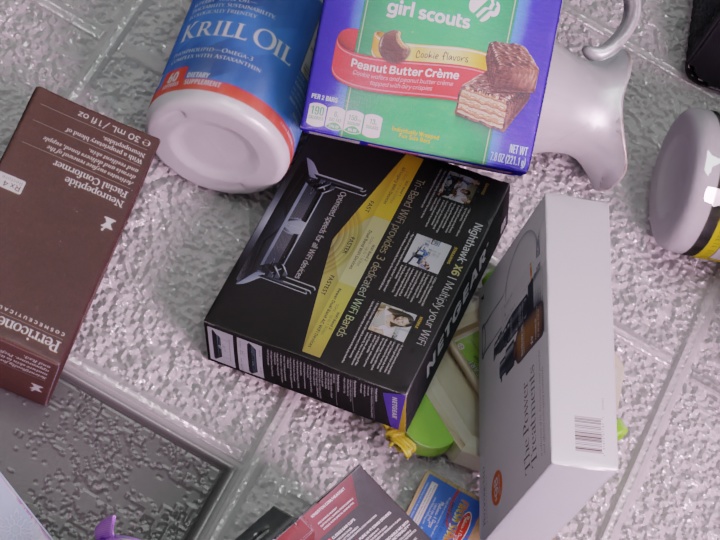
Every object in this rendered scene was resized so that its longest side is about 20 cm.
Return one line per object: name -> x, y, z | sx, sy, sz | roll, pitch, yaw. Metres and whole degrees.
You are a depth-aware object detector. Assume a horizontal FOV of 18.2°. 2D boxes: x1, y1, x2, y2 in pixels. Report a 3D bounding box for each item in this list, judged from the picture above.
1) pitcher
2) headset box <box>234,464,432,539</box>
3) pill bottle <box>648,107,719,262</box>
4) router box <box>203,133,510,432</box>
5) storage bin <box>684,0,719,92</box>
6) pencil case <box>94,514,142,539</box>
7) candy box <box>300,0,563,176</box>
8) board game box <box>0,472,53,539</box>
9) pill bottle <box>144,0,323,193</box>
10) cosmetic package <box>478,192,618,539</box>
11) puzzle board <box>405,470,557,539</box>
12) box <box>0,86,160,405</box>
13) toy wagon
pitcher -> 0.113, -0.163, 1.713 | 0.199, 0.121, 0.173 | 12, 86, -16
headset box -> -0.004, 0.238, 1.479 | 0.200, 0.075, 0.148 | 45, 59, 10
pill bottle -> 0.333, -0.052, 1.739 | 0.199, 0.113, 0.113 | 12, 60, -11
router box -> 0.000, 0.000, 1.614 | 0.156, 0.052, 0.201 | 20, 57, 14
storage bin -> 0.375, -0.197, 1.816 | 0.199, 0.135, 0.094 | 16, 59, -9
pencil case -> -0.171, 0.263, 1.423 | 0.085, 0.084, 0.201 | 35, 56, -15
candy box -> 0.057, -0.181, 1.600 | 0.168, 0.077, 0.202 | 11, 91, -1
board game box -> -0.325, 0.173, 1.449 | 0.199, 0.041, 0.200 | -33, 77, -29
pill bottle -> -0.079, -0.167, 1.671 | 0.112, 0.112, 0.201 | 21, 58, -6
cosmetic package -> 0.125, 0.071, 1.538 | 0.051, 0.151, 0.201 | 7, 60, -11
puzzle board -> 0.072, 0.253, 1.548 | 0.150, 0.017, 0.201 | 28, 57, 0
box -> -0.223, -0.019, 1.569 | 0.100, 0.075, 0.201 | 23, 60, -5
toy wagon -> 0.095, 0.085, 1.633 | 0.199, 0.040, 0.156 | -24, 72, -26
